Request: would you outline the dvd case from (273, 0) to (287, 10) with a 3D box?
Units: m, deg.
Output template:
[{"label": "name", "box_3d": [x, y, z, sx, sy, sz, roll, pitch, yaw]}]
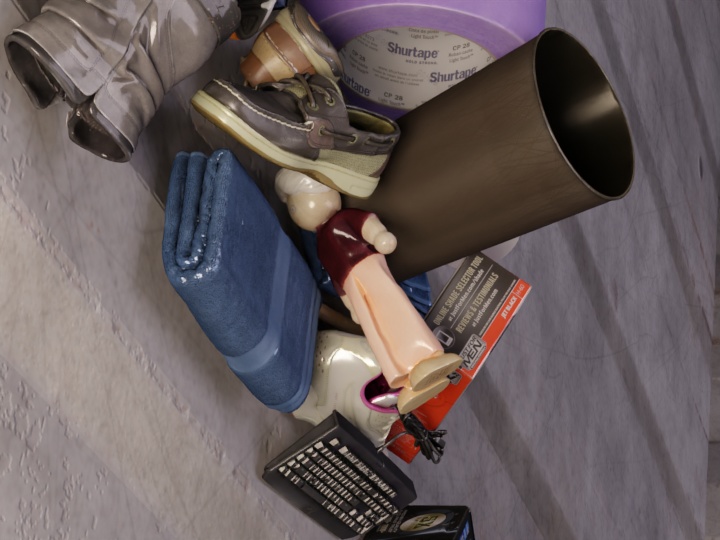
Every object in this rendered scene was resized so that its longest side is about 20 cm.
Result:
[{"label": "dvd case", "box_3d": [-0.089, -0.305, 1.381, 0.200, 0.017, 0.144, 51, 40, -59]}]

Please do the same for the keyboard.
[{"label": "keyboard", "box_3d": [0.007, 0.153, 1.458, 0.021, 0.127, 0.200, 52, 2, 29]}]

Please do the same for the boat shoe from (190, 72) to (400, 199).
[{"label": "boat shoe", "box_3d": [-0.040, -0.105, 1.274, 0.066, 0.072, 0.200, -56, 147, 8]}]

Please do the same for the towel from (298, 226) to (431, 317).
[{"label": "towel", "box_3d": [0.006, -0.023, 1.537, 0.200, 0.048, 0.113, 22, 49, -68]}]

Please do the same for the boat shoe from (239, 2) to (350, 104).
[{"label": "boat shoe", "box_3d": [-0.056, -0.133, 1.380, 0.076, 0.074, 0.200, 50, -6, 14]}]

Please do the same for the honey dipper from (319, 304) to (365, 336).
[{"label": "honey dipper", "box_3d": [-0.018, 0.041, 1.520, 0.200, 0.038, 0.038, 31, 59, -62]}]

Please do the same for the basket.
[{"label": "basket", "box_3d": [0.087, -0.079, 1.418, 0.137, 0.199, 0.180, 63, 26, -4]}]

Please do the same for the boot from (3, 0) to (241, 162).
[{"label": "boot", "box_3d": [-0.161, -0.170, 1.069, 0.200, 0.070, 0.132, 51, 60, -22]}]

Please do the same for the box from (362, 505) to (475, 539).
[{"label": "box", "box_3d": [0.041, 0.315, 1.565, 0.200, 0.085, 0.165, -50, 134, -63]}]

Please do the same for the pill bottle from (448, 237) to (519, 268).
[{"label": "pill bottle", "box_3d": [0.080, -0.096, 1.615, 0.201, 0.110, 0.111, -103, 174, -47]}]

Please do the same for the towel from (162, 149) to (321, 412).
[{"label": "towel", "box_3d": [-0.081, 0.011, 1.288, 0.200, 0.048, 0.113, 60, 30, -55]}]

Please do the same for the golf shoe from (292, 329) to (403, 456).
[{"label": "golf shoe", "box_3d": [0.001, 0.115, 1.475, 0.200, 0.091, 0.076, 63, 29, -52]}]

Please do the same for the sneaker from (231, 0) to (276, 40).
[{"label": "sneaker", "box_3d": [-0.067, -0.263, 1.305, 0.092, 0.075, 0.202, -33, 134, -63]}]

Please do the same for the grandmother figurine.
[{"label": "grandmother figurine", "box_3d": [0.000, 0.000, 1.363, 0.060, 0.122, 0.201, -21, 68, -33]}]

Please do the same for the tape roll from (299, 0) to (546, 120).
[{"label": "tape roll", "box_3d": [0.048, -0.195, 1.488, 0.200, 0.198, 0.086, 51, 41, -59]}]

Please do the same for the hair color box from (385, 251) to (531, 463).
[{"label": "hair color box", "box_3d": [0.065, 0.073, 1.525, 0.102, 0.061, 0.200, -54, 176, -27]}]
